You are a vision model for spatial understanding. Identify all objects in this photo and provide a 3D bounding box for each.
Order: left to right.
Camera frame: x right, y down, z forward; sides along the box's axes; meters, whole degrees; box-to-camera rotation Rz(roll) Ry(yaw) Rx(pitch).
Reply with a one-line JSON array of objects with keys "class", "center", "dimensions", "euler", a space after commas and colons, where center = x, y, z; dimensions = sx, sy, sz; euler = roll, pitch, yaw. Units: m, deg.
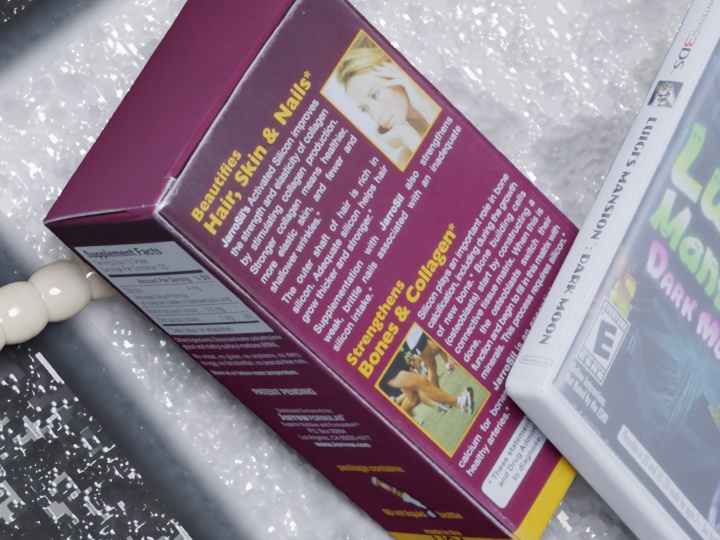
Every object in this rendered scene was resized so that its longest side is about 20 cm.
[{"class": "toy lamp", "center": [-0.150, 0.031, 1.081], "dimensions": [0.200, 0.058, 0.058], "euler": [-27, 84, -21]}, {"class": "supplement box", "center": [0.000, 0.000, 1.085], "dimensions": [0.200, 0.086, 0.111], "euler": [43, 65, -25]}, {"class": "video game case", "center": [0.145, 0.022, 1.129], "dimensions": [0.200, 0.023, 0.182], "euler": [47, 61, -40]}]
